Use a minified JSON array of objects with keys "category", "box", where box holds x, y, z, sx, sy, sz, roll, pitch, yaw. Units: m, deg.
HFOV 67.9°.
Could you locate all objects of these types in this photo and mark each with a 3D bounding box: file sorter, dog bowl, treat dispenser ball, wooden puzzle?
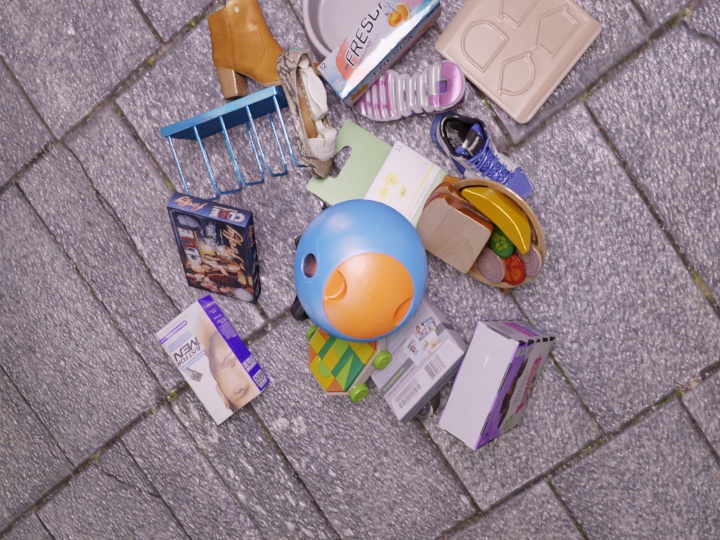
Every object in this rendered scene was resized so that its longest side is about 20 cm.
[{"category":"file sorter","box":[-0.193,-0.202,0.881,0.194,0.139,0.126,-17,100,9]},{"category":"dog bowl","box":[-0.006,-0.419,0.864,0.193,0.059,0.207,1,98,7]},{"category":"treat dispenser ball","box":[0.000,0.000,0.778,0.194,0.201,0.208,1,98,7]},{"category":"wooden puzzle","box":[0.244,-0.366,0.848,0.199,0.046,0.186,41,101,5]}]

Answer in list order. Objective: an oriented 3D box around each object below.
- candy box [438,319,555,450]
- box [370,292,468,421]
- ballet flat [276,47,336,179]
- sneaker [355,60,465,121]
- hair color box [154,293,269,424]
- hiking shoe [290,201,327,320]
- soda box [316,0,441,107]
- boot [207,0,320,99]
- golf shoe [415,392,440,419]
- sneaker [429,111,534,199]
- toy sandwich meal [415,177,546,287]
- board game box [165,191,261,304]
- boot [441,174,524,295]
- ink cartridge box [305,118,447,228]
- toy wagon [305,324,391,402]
[{"category":"candy box","box":[0.219,0.170,0.842,0.070,0.198,0.172,26,102,33]},{"category":"box","box":[0.068,0.113,0.877,0.157,0.041,0.201,-49,55,17]},{"category":"ballet flat","box":[-0.073,-0.236,0.822,0.074,0.067,0.205,13,127,48]},{"category":"sneaker","box":[0.085,-0.282,0.865,0.195,0.088,0.083,5,100,30]},{"category":"hair color box","box":[-0.269,0.161,0.977,0.108,0.065,0.202,-35,94,10]},{"category":"hiking shoe","box":[-0.077,-0.012,0.930,0.100,0.075,0.204,37,107,31]},{"category":"soda box","box":[0.028,-0.344,0.804,0.199,0.068,0.064,-43,88,11]},{"category":"boot","box":[-0.156,-0.371,0.873,0.195,0.071,0.149,-5,101,15]},{"category":"golf shoe","box":[0.098,0.151,0.929,0.076,0.093,0.207,-13,72,37]},{"category":"sneaker","box":[0.185,-0.175,0.844,0.199,0.115,0.081,43,102,0]},{"category":"toy sandwich meal","box":[0.175,-0.047,0.795,0.202,0.070,0.209,30,141,27]},{"category":"board game box","box":[-0.240,-0.031,0.898,0.131,0.035,0.203,14,141,6]},{"category":"boot","box":[0.197,-0.061,0.882,0.142,0.071,0.205,22,141,34]},{"category":"ink cartridge box","box":[0.025,-0.148,0.884,0.197,0.048,0.148,32,84,1]},{"category":"toy wagon","box":[-0.013,0.108,0.890,0.155,0.039,0.202,45,108,35]}]
